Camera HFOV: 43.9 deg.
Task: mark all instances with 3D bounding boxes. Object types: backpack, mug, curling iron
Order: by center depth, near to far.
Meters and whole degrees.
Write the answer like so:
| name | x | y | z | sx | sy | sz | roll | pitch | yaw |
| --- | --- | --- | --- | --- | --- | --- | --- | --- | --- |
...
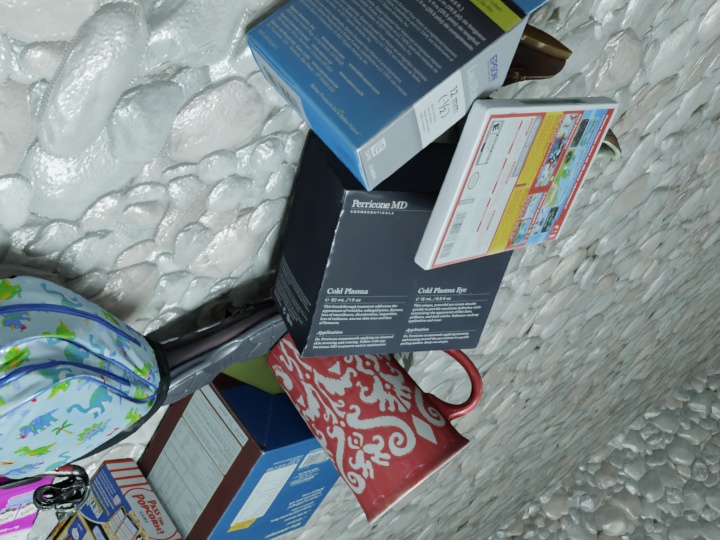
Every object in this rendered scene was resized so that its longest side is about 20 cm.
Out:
| name | x | y | z | sx | sy | sz | roll | pitch | yaw |
| --- | --- | --- | --- | --- | --- | --- | --- | --- | --- |
| backpack | -0.255 | 0.085 | 0.699 | 0.162 | 0.154 | 0.201 | -25 | 139 | -1 |
| curling iron | -0.323 | 0.174 | 0.757 | 0.199 | 0.050 | 0.026 | 19 | 128 | -29 |
| mug | 0.016 | 0.132 | 0.946 | 0.177 | 0.200 | 0.134 | -31 | 165 | -34 |

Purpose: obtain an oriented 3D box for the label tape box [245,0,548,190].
| name | x | y | z | sx | sy | sz | roll | pitch | yaw |
| --- | --- | --- | --- | --- | --- | --- | --- | --- | --- |
| label tape box | 0.036 | -0.178 | 0.677 | 0.200 | 0.143 | 0.066 | -38 | 155 | -9 |

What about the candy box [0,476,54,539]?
| name | x | y | z | sx | sy | sz | roll | pitch | yaw |
| --- | --- | --- | --- | --- | --- | --- | --- | --- | --- |
| candy box | -0.381 | 0.245 | 0.829 | 0.136 | 0.061 | 0.201 | -7 | 136 | -49 |

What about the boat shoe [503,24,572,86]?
| name | x | y | z | sx | sy | sz | roll | pitch | yaw |
| --- | --- | --- | --- | --- | --- | --- | --- | --- | --- |
| boat shoe | 0.121 | -0.205 | 0.838 | 0.199 | 0.070 | 0.071 | 1 | 124 | -43 |

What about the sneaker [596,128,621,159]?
| name | x | y | z | sx | sy | sz | roll | pitch | yaw |
| --- | --- | --- | --- | --- | --- | --- | --- | --- | --- |
| sneaker | 0.233 | -0.121 | 1.099 | 0.200 | 0.076 | 0.071 | -38 | 153 | -9 |

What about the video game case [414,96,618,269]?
| name | x | y | z | sx | sy | sz | roll | pitch | yaw |
| --- | --- | --- | --- | --- | --- | --- | --- | --- | --- |
| video game case | 0.136 | -0.078 | 0.758 | 0.199 | 0.017 | 0.144 | -12 | 131 | -45 |

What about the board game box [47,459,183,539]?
| name | x | y | z | sx | sy | sz | roll | pitch | yaw |
| --- | --- | --- | --- | --- | --- | --- | --- | --- | --- |
| board game box | -0.284 | 0.335 | 0.989 | 0.200 | 0.152 | 0.046 | -50 | 152 | 17 |

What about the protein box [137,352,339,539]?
| name | x | y | z | sx | sy | sz | roll | pitch | yaw |
| --- | --- | --- | --- | --- | --- | --- | --- | --- | --- |
| protein box | -0.122 | 0.209 | 1.039 | 0.198 | 0.135 | 0.201 | -5 | 135 | -51 |

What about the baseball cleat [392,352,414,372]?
| name | x | y | z | sx | sy | sz | roll | pitch | yaw |
| --- | --- | --- | --- | --- | --- | --- | --- | --- | --- |
| baseball cleat | 0.028 | 0.058 | 1.017 | 0.106 | 0.070 | 0.201 | 16 | 105 | -37 |

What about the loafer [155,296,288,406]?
| name | x | y | z | sx | sy | sz | roll | pitch | yaw |
| --- | --- | --- | --- | --- | --- | --- | --- | --- | --- |
| loafer | -0.133 | 0.061 | 0.894 | 0.199 | 0.063 | 0.072 | -28 | 161 | -29 |

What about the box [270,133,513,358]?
| name | x | y | z | sx | sy | sz | roll | pitch | yaw |
| --- | --- | --- | --- | --- | --- | --- | --- | --- | --- |
| box | 0.036 | -0.022 | 0.858 | 0.198 | 0.104 | 0.183 | 0 | 126 | -26 |

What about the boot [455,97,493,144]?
| name | x | y | z | sx | sy | sz | roll | pitch | yaw |
| --- | --- | --- | --- | --- | --- | --- | --- | --- | --- |
| boot | 0.117 | -0.101 | 0.949 | 0.132 | 0.070 | 0.200 | -57 | 152 | -4 |
